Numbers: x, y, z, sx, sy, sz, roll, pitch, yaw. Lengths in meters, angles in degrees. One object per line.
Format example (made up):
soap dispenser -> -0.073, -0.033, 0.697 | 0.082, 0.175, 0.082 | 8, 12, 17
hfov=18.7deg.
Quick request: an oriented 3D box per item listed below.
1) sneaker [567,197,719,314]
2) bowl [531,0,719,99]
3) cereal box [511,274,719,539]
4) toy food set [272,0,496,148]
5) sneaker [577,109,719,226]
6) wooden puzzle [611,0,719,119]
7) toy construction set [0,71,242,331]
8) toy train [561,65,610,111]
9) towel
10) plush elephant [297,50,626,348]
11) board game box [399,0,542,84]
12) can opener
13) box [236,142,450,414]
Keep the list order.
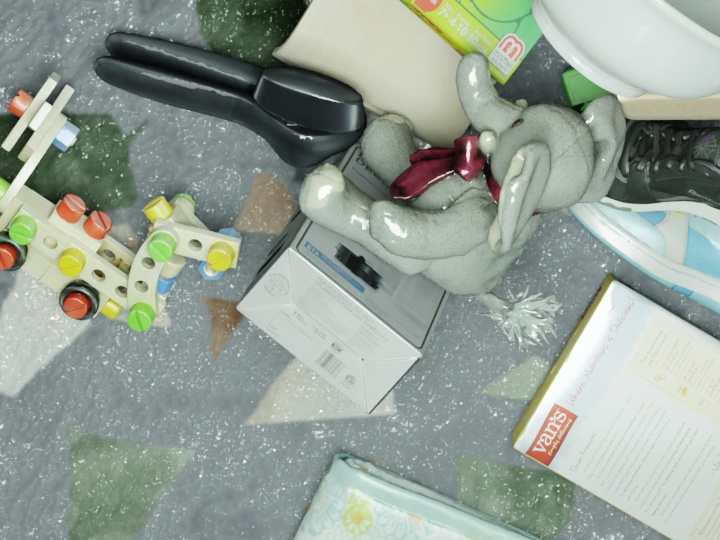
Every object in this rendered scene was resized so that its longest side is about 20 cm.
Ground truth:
sneaker -> 0.253, -0.044, 1.538 | 0.199, 0.080, 0.131 | 27, 100, -13
bowl -> 0.174, -0.175, 1.395 | 0.201, 0.201, 0.090 | 38, 118, -5
cereal box -> 0.228, 0.113, 1.581 | 0.199, 0.040, 0.144 | 31, 98, -4
toy food set -> 0.049, -0.201, 1.532 | 0.143, 0.060, 0.201 | 29, 100, -15
sneaker -> 0.226, -0.078, 1.466 | 0.199, 0.088, 0.076 | 16, 71, 9
wooden puzzle -> 0.256, -0.191, 1.501 | 0.184, 0.046, 0.201 | -1, 66, -2
toy construction set -> -0.187, -0.038, 1.536 | 0.200, 0.092, 0.131 | 43, 122, 2
toy train -> 0.236, -0.147, 1.541 | 0.199, 0.042, 0.057 | -18, 87, 3
towel -> 0.037, 0.247, 1.601 | 0.199, 0.048, 0.172 | 24, 98, -3
plush elephant -> 0.084, -0.064, 1.428 | 0.200, 0.165, 0.155 | 41, 118, 11
board game box -> 0.115, -0.237, 1.460 | 0.101, 0.048, 0.200 | 37, 91, -36
can opener -> -0.089, -0.129, 1.538 | 0.199, 0.063, 0.079 | 17, 128, 10
box -> 0.000, 0.000, 1.482 | 0.117, 0.200, 0.060 | 39, 116, -4
